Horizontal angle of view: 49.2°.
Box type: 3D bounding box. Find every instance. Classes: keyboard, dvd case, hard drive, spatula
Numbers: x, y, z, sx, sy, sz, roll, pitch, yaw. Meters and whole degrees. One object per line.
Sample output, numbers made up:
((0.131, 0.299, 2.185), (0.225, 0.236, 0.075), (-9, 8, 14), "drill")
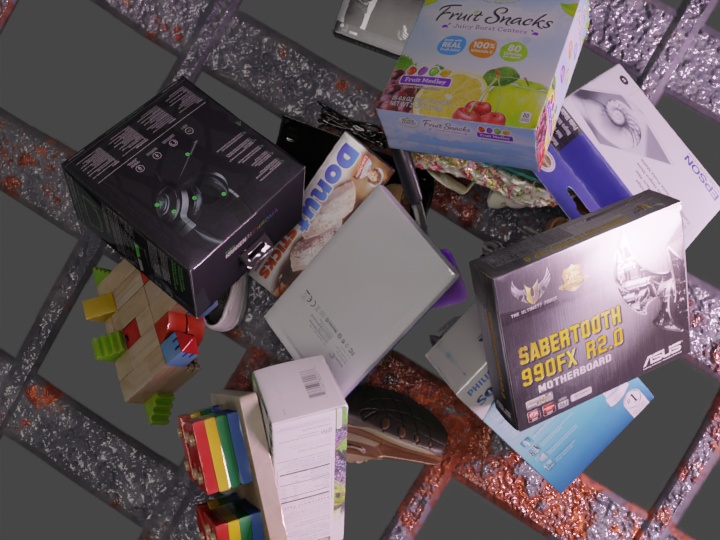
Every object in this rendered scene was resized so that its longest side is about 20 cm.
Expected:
((-0.004, -0.128, 0.921), (0.196, 0.040, 0.106), (22, 114, 4), "keyboard")
((0.068, -0.347, 0.917), (0.148, 0.025, 0.204), (20, 90, 6), "dvd case")
((-0.003, 0.028, 0.842), (0.200, 0.025, 0.132), (-47, 67, 17), "hard drive")
((0.062, -0.057, 0.845), (0.055, 0.020, 0.204), (-15, 92, 23), "spatula")

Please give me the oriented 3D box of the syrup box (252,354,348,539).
((-0.063, 0.197, 0.818), (0.080, 0.079, 0.203), (-11, 126, -17), "syrup box")

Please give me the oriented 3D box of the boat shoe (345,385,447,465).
((0.000, 0.177, 0.892), (0.196, 0.076, 0.075), (19, 121, 8), "boat shoe")

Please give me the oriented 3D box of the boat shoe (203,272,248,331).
((-0.163, -0.031, 0.909), (0.070, 0.066, 0.205), (6, 89, 6), "boat shoe")

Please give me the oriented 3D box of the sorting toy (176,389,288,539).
((-0.139, 0.234, 0.827), (0.068, 0.200, 0.203), (-12, 87, -20), "sorting toy")

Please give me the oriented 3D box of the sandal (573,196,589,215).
((0.252, -0.063, 0.869), (0.054, 0.081, 0.201), (-42, 83, 23), "sandal")

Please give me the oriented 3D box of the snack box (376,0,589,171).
((0.128, -0.211, 0.803), (0.165, 0.068, 0.203), (12, 62, 23), "snack box")

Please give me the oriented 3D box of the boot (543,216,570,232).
((0.260, 0.012, 0.815), (0.199, 0.075, 0.074), (41, 69, -30), "boot")

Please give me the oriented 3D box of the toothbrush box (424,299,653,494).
((0.187, 0.110, 0.818), (0.147, 0.085, 0.200), (-46, 119, 3), "toothbrush box")

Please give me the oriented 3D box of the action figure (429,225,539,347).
((0.167, 0.032, 0.867), (0.130, 0.069, 0.201), (40, 101, -10), "action figure")

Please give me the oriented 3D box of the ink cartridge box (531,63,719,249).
((0.278, -0.104, 0.825), (0.199, 0.041, 0.201), (-36, 86, -38), "ink cartridge box")

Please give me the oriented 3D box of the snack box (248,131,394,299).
((-0.046, -0.055, 0.901), (0.071, 0.024, 0.201), (37, 103, 3), "snack box")

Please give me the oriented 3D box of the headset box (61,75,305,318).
((-0.175, -0.078, 0.826), (0.198, 0.093, 0.174), (35, 60, 15), "headset box")

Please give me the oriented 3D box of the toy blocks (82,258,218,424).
((-0.218, 0.045, 0.869), (0.136, 0.099, 0.203), (-38, 59, 25), "toy blocks")

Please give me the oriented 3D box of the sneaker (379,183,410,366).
((0.000, 0.000, 0.888), (0.088, 0.067, 0.205), (7, 91, 17), "sneaker")

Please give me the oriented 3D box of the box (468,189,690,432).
((0.206, 0.035, 0.722), (0.196, 0.048, 0.161), (-20, 115, -14), "box")

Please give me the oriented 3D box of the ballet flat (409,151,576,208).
((0.134, -0.107, 0.852), (0.197, 0.076, 0.065), (27, 123, 11), "ballet flat")
